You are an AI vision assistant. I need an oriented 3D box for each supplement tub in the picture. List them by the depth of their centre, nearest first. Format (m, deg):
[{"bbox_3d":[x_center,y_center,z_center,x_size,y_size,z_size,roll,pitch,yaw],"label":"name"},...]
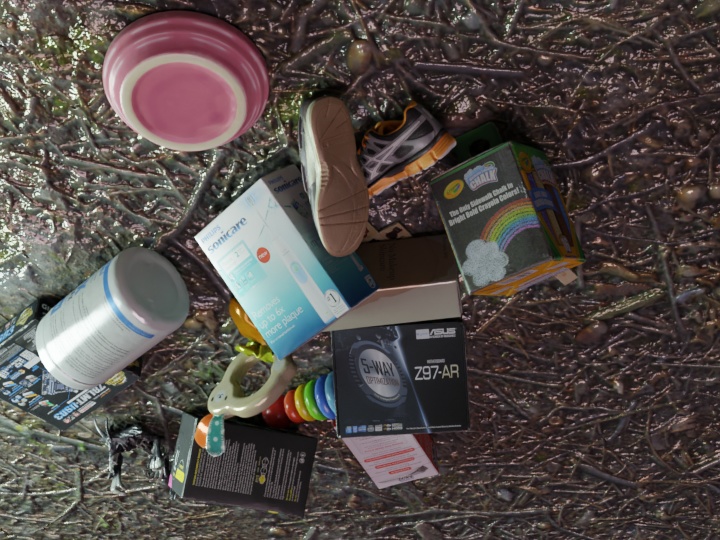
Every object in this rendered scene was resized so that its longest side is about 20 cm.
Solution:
[{"bbox_3d":[-0.346,0.068,1.713,0.199,0.133,0.132,-34,129,31],"label":"supplement tub"}]

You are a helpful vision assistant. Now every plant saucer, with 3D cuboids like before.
[{"bbox_3d":[-0.208,-0.214,1.460,0.198,0.051,0.201,-1,138,-1],"label":"plant saucer"}]

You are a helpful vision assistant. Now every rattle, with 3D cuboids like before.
[{"bbox_3d":[-0.201,0.162,1.796,0.200,0.131,0.143,-38,143,5],"label":"rattle"}]

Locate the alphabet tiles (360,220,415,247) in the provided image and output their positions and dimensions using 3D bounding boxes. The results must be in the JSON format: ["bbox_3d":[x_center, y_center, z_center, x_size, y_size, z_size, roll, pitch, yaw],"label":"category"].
[{"bbox_3d":[0.000,0.000,1.738,0.199,0.006,0.166,-26,132,26],"label":"alphabet tiles"}]

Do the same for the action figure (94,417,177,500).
[{"bbox_3d":[-0.357,0.314,2.014,0.118,0.103,0.199,-22,137,38],"label":"action figure"}]

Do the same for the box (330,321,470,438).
[{"bbox_3d":[0.060,0.161,1.812,0.198,0.162,0.044,-3,177,3],"label":"box"}]

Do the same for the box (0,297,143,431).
[{"bbox_3d":[-0.467,0.147,1.860,0.199,0.050,0.198,-33,130,31],"label":"box"}]

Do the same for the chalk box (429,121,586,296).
[{"bbox_3d":[0.177,-0.082,1.537,0.124,0.202,0.124,-24,167,26],"label":"chalk box"}]

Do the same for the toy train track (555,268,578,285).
[{"bbox_3d":[0.237,-0.039,1.684,0.114,0.033,0.200,-34,135,22],"label":"toy train track"}]

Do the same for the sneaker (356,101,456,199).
[{"bbox_3d":[0.027,-0.144,1.537,0.199,0.078,0.078,-27,104,34],"label":"sneaker"}]

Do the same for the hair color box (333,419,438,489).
[{"bbox_3d":[0.043,0.271,2.000,0.110,0.064,0.201,-16,135,15],"label":"hair color box"}]

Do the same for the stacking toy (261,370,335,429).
[{"bbox_3d":[-0.067,0.203,1.919,0.199,0.086,0.085,-19,136,29],"label":"stacking toy"}]

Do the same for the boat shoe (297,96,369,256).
[{"bbox_3d":[-0.038,-0.118,1.512,0.071,0.065,0.202,-17,112,-19],"label":"boat shoe"}]

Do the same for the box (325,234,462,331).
[{"bbox_3d":[0.036,0.017,1.683,0.198,0.095,0.078,-8,137,5],"label":"box"}]

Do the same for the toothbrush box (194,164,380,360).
[{"bbox_3d":[-0.095,-0.011,1.588,0.146,0.085,0.201,-35,87,34],"label":"toothbrush box"}]

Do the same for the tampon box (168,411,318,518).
[{"bbox_3d":[-0.189,0.306,1.944,0.198,0.127,0.150,13,174,-15],"label":"tampon box"}]
